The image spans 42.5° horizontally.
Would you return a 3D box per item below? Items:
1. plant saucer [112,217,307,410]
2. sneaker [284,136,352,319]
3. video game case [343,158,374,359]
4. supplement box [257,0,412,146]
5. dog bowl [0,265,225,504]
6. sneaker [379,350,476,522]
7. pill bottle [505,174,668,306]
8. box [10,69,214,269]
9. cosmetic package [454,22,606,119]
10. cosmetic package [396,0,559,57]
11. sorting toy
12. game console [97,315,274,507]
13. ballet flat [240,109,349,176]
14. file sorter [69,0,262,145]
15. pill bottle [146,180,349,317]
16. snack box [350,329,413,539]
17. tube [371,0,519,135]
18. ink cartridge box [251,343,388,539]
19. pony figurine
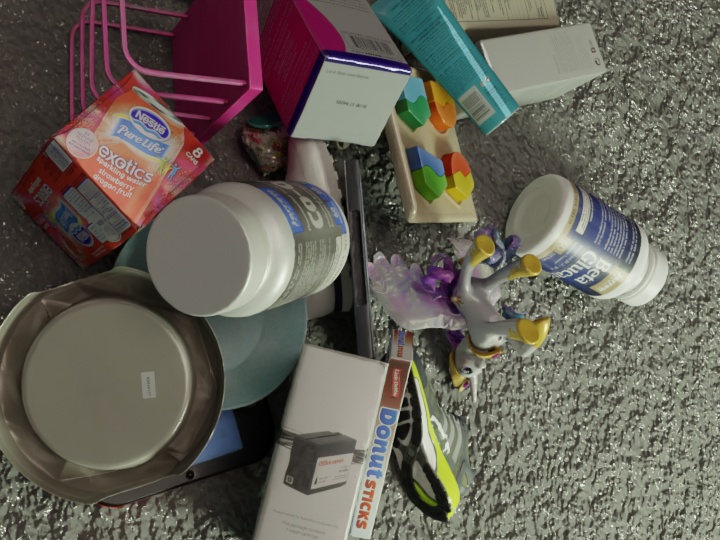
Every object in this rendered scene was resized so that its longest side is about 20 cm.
[{"bbox_3d":[-0.149,0.039,0.899,0.200,0.039,0.202,10,68,-26],"label":"plant saucer"},{"bbox_3d":[-0.059,-0.046,0.960,0.080,0.076,0.201,-9,100,-9],"label":"sneaker"},{"bbox_3d":[0.000,0.000,0.973,0.019,0.143,0.201,-5,79,1],"label":"video game case"},{"bbox_3d":[-0.043,-0.233,0.962,0.101,0.104,0.200,2,45,-31],"label":"supplement box"},{"bbox_3d":[-0.215,0.096,0.799,0.199,0.059,0.201,0,88,-4],"label":"dog bowl"},{"bbox_3d":[0.072,0.169,1.013,0.081,0.074,0.201,-34,114,-44],"label":"sneaker"},{"bbox_3d":[0.291,-0.031,1.172,0.199,0.111,0.112,26,66,-24],"label":"pill bottle"},{"bbox_3d":[-0.222,-0.080,0.808,0.100,0.200,0.096,49,62,-13],"label":"box"},{"bbox_3d":[0.203,-0.253,1.175,0.199,0.101,0.072,-18,88,-34],"label":"cosmetic package"},{"bbox_3d":[0.140,-0.333,1.161,0.199,0.087,0.104,-10,83,-32],"label":"cosmetic package"},{"bbox_3d":[0.081,-0.147,1.056,0.200,0.036,0.186,-4,80,-63],"label":"sorting toy"},{"bbox_3d":[-0.186,0.118,0.887,0.199,0.031,0.178,-11,85,-34],"label":"game console"},{"bbox_3d":[-0.045,-0.159,1.028,0.199,0.076,0.064,-24,123,-29],"label":"ballet flat"},{"bbox_3d":[-0.190,-0.205,0.860,0.125,0.200,0.140,1,78,-29],"label":"file sorter"},{"bbox_3d":[-0.093,-0.021,0.805,0.114,0.113,0.200,70,20,0],"label":"pill bottle"},{"bbox_3d":[0.021,0.163,0.924,0.024,0.072,0.201,12,109,1],"label":"snack box"},{"bbox_3d":[0.101,-0.247,1.059,0.200,0.077,0.050,51,14,-4],"label":"tube"},{"bbox_3d":[-0.041,0.178,0.868,0.083,0.145,0.201,15,80,-1],"label":"ink cartridge box"},{"bbox_3d":[0.120,0.034,1.025,0.166,0.200,0.194,-17,72,-27],"label":"pony figurine"}]
